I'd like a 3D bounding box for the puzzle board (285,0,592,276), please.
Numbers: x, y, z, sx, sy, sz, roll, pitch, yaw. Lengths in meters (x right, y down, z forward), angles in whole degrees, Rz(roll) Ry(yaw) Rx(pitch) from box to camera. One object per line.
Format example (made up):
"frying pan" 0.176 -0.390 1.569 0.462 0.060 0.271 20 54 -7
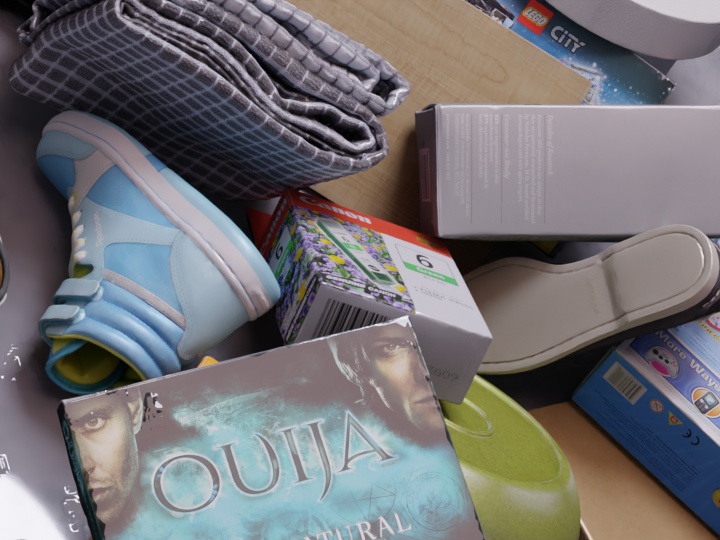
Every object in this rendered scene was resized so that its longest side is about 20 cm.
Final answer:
"puzzle board" 0.023 -0.106 1.734 0.200 0.017 0.151 32 90 -3

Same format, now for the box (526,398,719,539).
"box" 0.198 0.158 1.679 0.163 0.021 0.200 -10 61 -36

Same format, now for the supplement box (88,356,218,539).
"supplement box" -0.037 0.156 1.514 0.200 0.074 0.126 33 47 -3

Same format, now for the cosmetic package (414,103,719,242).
"cosmetic package" 0.138 -0.059 1.681 0.199 0.107 0.091 -3 91 -6

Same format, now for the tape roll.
"tape roll" 0.164 -0.219 1.805 0.202 0.037 0.203 22 37 -18

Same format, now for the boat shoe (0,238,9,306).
"boat shoe" -0.236 -0.044 1.567 0.072 0.068 0.201 2 53 -26

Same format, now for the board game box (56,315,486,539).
"board game box" -0.047 0.110 1.454 0.199 0.028 0.136 -14 74 -19

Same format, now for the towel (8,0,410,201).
"towel" -0.094 -0.114 1.611 0.200 0.165 0.086 29 73 -21

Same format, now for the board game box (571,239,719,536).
"board game box" 0.260 0.083 1.724 0.200 0.056 0.196 43 43 6

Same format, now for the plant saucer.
"plant saucer" 0.046 0.089 1.579 0.199 0.031 0.200 28 18 -10

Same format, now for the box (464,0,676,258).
"box" 0.081 -0.120 1.766 0.200 0.038 0.137 36 90 0

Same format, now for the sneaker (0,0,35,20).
"sneaker" -0.157 -0.174 1.718 0.199 0.070 0.100 8 59 -19

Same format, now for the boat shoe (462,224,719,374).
"boat shoe" 0.132 0.026 1.659 0.063 0.199 0.073 29 51 -53

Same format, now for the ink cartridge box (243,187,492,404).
"ink cartridge box" 0.000 0.000 1.614 0.109 0.051 0.200 18 20 -18

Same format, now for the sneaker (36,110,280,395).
"sneaker" -0.153 -0.005 1.577 0.131 0.080 0.200 -43 50 -13

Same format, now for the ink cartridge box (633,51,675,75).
"ink cartridge box" 0.127 -0.217 1.892 0.146 0.083 0.201 3 55 -27
